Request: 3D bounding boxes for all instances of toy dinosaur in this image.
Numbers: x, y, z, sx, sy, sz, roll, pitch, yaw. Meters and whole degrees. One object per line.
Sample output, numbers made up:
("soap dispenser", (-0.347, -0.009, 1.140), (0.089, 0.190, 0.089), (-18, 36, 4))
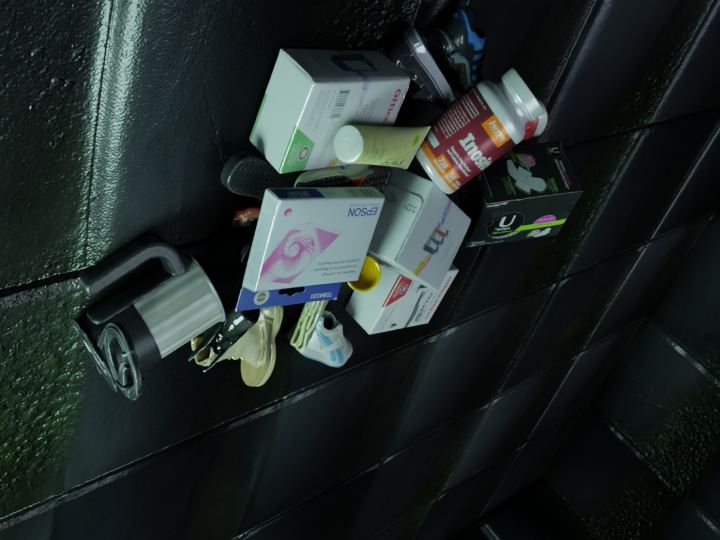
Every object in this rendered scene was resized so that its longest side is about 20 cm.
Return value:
("toy dinosaur", (-0.132, -0.063, 1.366), (0.183, 0.103, 0.202), (73, 32, -49))

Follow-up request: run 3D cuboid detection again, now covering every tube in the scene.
("tube", (0.037, -0.181, 1.256), (0.057, 0.053, 0.199), (-13, 178, 33))

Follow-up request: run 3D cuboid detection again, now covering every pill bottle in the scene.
("pill bottle", (0.184, -0.222, 1.364), (0.199, 0.114, 0.113), (-37, 154, 15))

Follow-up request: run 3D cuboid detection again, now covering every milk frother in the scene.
("milk frother", (-0.275, 0.076, 1.186), (0.187, 0.200, 0.182), (-33, 146, -21))

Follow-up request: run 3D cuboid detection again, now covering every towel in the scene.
("towel", (-0.065, 0.032, 1.470), (0.201, 0.036, 0.150), (-73, -172, -57))

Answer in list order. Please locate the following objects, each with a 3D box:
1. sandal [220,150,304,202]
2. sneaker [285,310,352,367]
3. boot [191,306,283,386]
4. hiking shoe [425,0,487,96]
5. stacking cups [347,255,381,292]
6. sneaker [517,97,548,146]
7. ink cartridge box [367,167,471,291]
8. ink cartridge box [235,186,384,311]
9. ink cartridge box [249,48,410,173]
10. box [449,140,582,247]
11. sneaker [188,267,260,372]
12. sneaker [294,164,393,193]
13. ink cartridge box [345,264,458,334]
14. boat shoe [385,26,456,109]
("sandal", (-0.136, -0.134, 1.252), (0.076, 0.048, 0.200), (-54, 152, 7))
("sneaker", (-0.061, 0.128, 1.666), (0.081, 0.076, 0.199), (-51, 153, 7))
("boot", (-0.215, 0.135, 1.470), (0.154, 0.073, 0.202), (-20, 141, -39))
("hiking shoe", (0.175, -0.338, 1.382), (0.087, 0.074, 0.200), (-45, 152, 1))
("stacking cups", (0.000, 0.000, 1.494), (0.061, 0.061, 0.200), (-45, -176, 0))
("sneaker", (0.281, -0.245, 1.672), (0.113, 0.079, 0.202), (-14, 143, -16))
("ink cartridge box", (0.071, -0.078, 1.471), (0.147, 0.144, 0.200), (-62, 150, -3))
("ink cartridge box", (-0.072, -0.024, 1.265), (0.194, 0.043, 0.203), (-7, 124, -40))
("ink cartridge box", (-0.040, -0.227, 1.224), (0.198, 0.088, 0.147), (-13, 139, -44))
("box", (0.290, -0.144, 1.645), (0.196, 0.126, 0.149), (-8, 150, -14))
("sneaker", (-0.200, 0.070, 1.353), (0.104, 0.060, 0.201), (-41, -163, 21))
("sneaker", (-0.042, -0.146, 1.315), (0.198, 0.093, 0.071), (-18, 140, -44))
("ink cartridge box", (0.085, 0.037, 1.732), (0.198, 0.084, 0.146), (-7, 133, -50))
("boat shoe", (0.092, -0.297, 1.339), (0.066, 0.071, 0.200), (-31, 157, 11))
